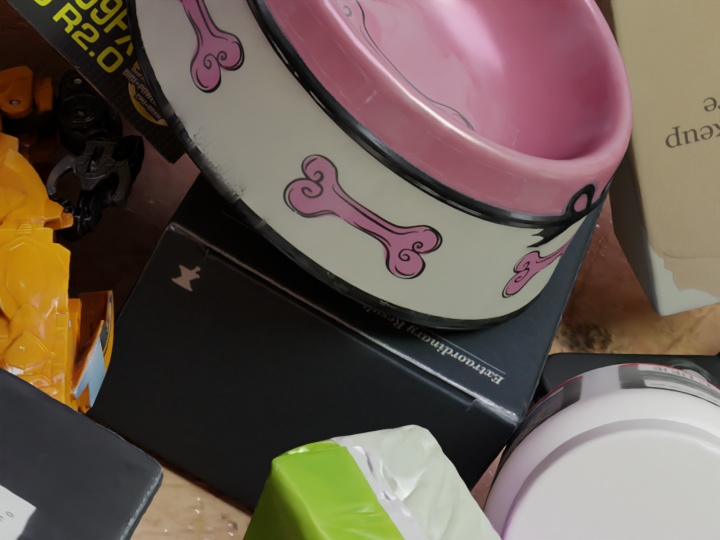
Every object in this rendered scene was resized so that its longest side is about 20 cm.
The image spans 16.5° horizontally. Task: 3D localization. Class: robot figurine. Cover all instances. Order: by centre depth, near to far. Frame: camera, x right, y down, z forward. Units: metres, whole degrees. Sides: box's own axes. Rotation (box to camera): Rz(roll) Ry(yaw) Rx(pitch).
[{"bbox_3d":[-0.152,-0.003,0.913,0.145,0.058,0.200,-2,44,-1],"label":"robot figurine"}]

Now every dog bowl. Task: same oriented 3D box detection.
[{"bbox_3d":[0.016,-0.080,0.912,0.200,0.074,0.200,29,36,-24],"label":"dog bowl"}]

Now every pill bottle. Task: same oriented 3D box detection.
[{"bbox_3d":[0.099,0.095,0.878,0.114,0.114,0.200,35,5,4],"label":"pill bottle"}]

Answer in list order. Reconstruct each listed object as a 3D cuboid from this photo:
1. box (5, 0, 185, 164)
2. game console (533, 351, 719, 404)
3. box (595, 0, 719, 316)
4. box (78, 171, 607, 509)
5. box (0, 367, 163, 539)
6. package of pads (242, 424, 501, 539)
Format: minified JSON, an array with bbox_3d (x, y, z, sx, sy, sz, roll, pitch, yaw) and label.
[{"bbox_3d":[-0.123,-0.132,0.992,0.160,0.044,0.200,46,4,-17],"label":"box"},{"bbox_3d":[0.195,0.083,1.026,0.176,0.116,0.200,3,46,-32],"label":"game console"},{"bbox_3d":[0.146,-0.089,1.048,0.095,0.200,0.078,-15,33,-1],"label":"box"},{"bbox_3d":[0.000,0.000,0.992,0.148,0.107,0.200,30,37,-2],"label":"box"},{"bbox_3d":[-0.154,0.131,0.670,0.104,0.200,0.148,30,37,-2],"label":"box"},{"bbox_3d":[0.023,0.170,0.784,0.068,0.155,0.200,-15,57,-30],"label":"package of pads"}]
